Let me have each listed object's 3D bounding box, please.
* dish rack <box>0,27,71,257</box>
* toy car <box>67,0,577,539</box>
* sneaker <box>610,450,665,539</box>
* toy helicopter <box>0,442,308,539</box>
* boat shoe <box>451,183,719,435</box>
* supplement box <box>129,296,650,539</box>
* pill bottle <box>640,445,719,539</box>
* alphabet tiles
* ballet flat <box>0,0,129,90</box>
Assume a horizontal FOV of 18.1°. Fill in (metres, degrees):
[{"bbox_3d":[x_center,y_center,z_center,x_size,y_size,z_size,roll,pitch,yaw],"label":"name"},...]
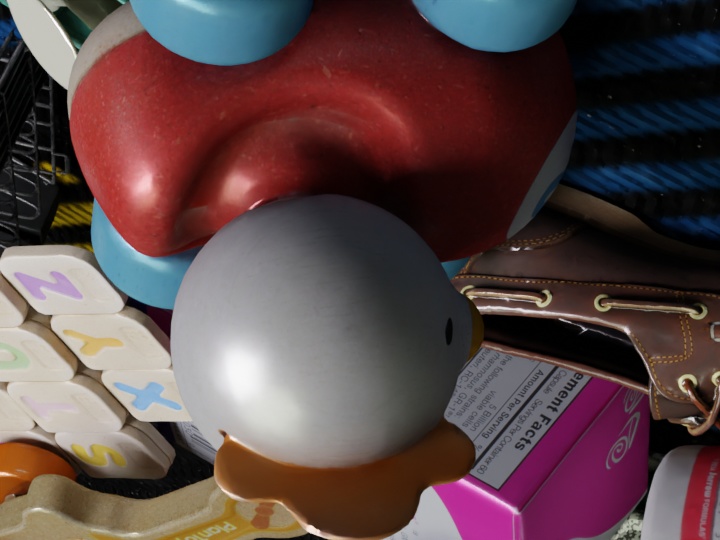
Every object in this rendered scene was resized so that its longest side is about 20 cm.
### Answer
[{"bbox_3d":[-0.180,-0.025,1.028,0.054,0.154,0.200,18,152,2],"label":"dish rack"},{"bbox_3d":[0.000,0.000,0.745,0.175,0.201,0.185,-4,150,-15],"label":"toy car"},{"bbox_3d":[0.161,0.121,0.978,0.199,0.077,0.089,18,139,23],"label":"sneaker"},{"bbox_3d":[-0.081,0.120,0.964,0.132,0.079,0.199,34,141,-29],"label":"toy helicopter"},{"bbox_3d":[0.124,0.029,0.854,0.199,0.071,0.071,18,147,27],"label":"boat shoe"},{"bbox_3d":[0.014,0.053,0.951,0.199,0.103,0.102,29,148,26],"label":"supplement box"},{"bbox_3d":[0.209,0.119,0.827,0.198,0.111,0.111,-1,141,21],"label":"pill bottle"},{"bbox_3d":[-0.162,0.032,0.950,0.194,0.015,0.200,-1,144,31],"label":"alphabet tiles"},{"bbox_3d":[-0.078,-0.079,0.901,0.200,0.071,0.067,40,153,-13],"label":"ballet flat"}]
